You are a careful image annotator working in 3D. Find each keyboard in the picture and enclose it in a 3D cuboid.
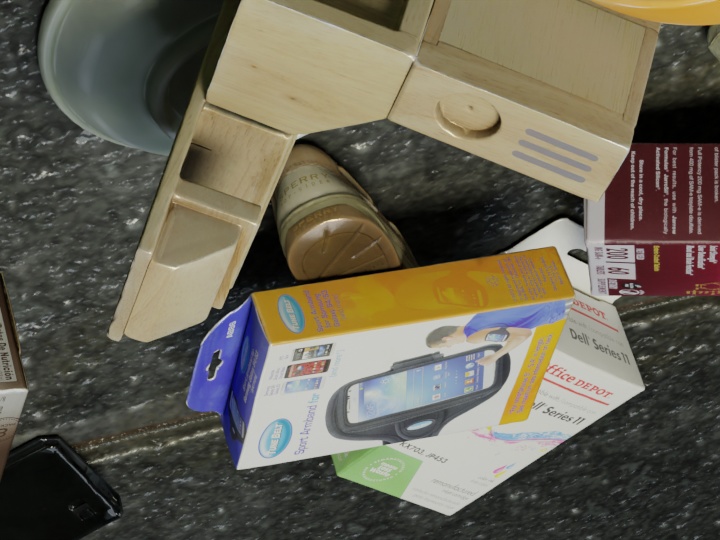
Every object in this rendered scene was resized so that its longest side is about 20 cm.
[{"bbox_3d":[-0.239,0.166,1.705,0.199,0.040,0.104,-27,124,16],"label":"keyboard"}]

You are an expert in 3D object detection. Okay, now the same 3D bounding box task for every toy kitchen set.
[{"bbox_3d":[0.001,-0.027,1.229,0.180,0.164,0.200,21,143,-5],"label":"toy kitchen set"}]

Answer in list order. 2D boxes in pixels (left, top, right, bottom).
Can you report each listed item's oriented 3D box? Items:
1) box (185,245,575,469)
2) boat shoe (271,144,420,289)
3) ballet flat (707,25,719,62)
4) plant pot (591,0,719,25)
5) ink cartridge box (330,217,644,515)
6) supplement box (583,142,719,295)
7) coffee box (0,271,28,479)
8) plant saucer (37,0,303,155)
[{"bbox_3d":[0.008,0.050,1.507,0.199,0.042,0.119,-11,146,-20],"label":"box"},{"bbox_3d":[0.000,0.000,1.528,0.071,0.065,0.200,-22,147,1],"label":"boat shoe"},{"bbox_3d":[0.248,-0.087,1.522,0.067,0.063,0.200,-33,146,24],"label":"ballet flat"},{"bbox_3d":[0.164,-0.196,1.211,0.200,0.201,0.183,-30,162,19],"label":"plant pot"},{"bbox_3d":[0.084,0.060,1.659,0.200,0.068,0.117,-36,143,27],"label":"ink cartridge box"},{"bbox_3d":[0.223,-0.027,1.527,0.199,0.061,0.109,0,164,7],"label":"supplement box"},{"bbox_3d":[-0.287,0.069,1.473,0.199,0.080,0.115,-3,145,-23],"label":"coffee box"},{"bbox_3d":[-0.055,-0.107,1.350,0.199,0.050,0.200,-13,148,-8],"label":"plant saucer"}]
